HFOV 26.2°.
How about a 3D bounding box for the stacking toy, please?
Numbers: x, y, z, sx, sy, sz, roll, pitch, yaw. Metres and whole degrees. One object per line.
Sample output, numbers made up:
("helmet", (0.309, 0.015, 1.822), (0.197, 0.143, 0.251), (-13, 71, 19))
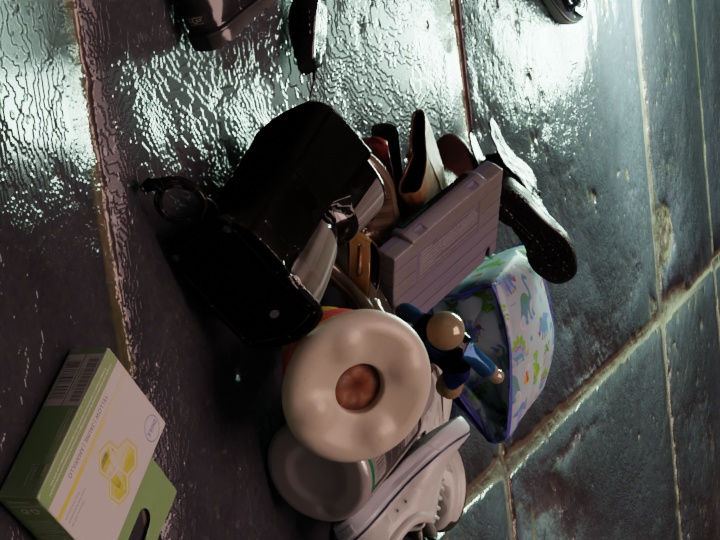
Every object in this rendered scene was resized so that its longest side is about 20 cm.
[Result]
("stacking toy", (-0.032, 0.084, 1.484), (0.145, 0.200, 0.148), (-6, 108, -20))

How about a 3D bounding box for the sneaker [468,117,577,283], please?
("sneaker", (0.199, -0.082, 1.878), (0.200, 0.060, 0.105), (47, 26, -27))

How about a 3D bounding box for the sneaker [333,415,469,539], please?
("sneaker", (0.054, 0.229, 1.595), (0.200, 0.073, 0.071), (-41, 94, -33))

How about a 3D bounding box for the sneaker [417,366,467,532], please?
("sneaker", (0.057, 0.199, 1.757), (0.115, 0.075, 0.203), (5, 77, -54))

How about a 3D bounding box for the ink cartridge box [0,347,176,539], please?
("ink cartridge box", (-0.200, 0.181, 1.259), (0.201, 0.048, 0.146), (59, 38, -40))

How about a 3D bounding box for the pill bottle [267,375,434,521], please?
("pill bottle", (-0.003, 0.158, 1.575), (0.200, 0.112, 0.114), (-43, 126, -56))

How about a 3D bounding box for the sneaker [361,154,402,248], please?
("sneaker", (0.003, -0.051, 1.645), (0.201, 0.070, 0.076), (60, 38, -43))

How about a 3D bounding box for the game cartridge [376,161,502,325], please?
("game cartridge", (0.085, -0.024, 1.703), (0.200, 0.038, 0.130), (-39, 141, -36))

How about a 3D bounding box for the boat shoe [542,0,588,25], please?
("boat shoe", (0.319, -0.414, 2.264), (0.200, 0.092, 0.075), (19, 72, -61))

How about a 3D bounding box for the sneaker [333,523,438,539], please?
("sneaker", (0.028, 0.317, 1.625), (0.075, 0.115, 0.202), (19, 72, -63))

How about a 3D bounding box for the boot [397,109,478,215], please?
("boot", (0.080, -0.120, 1.776), (0.200, 0.068, 0.190), (60, 39, -56))

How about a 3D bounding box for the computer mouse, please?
("computer mouse", (-0.059, -0.192, 1.582), (0.059, 0.034, 0.202), (2, 92, -80))

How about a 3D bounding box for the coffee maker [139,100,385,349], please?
("coffee maker", (-0.078, -0.064, 1.418), (0.201, 0.134, 0.193), (-62, 140, -45))

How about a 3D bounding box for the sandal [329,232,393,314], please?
("sandal", (0.000, 0.000, 1.586), (0.201, 0.054, 0.082), (56, 20, 3))

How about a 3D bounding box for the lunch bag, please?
("lunch bag", (0.168, 0.089, 1.904), (0.170, 0.127, 0.202), (-39, 113, -58))

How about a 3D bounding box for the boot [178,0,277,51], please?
("boot", (-0.138, -0.325, 1.399), (0.201, 0.065, 0.165), (67, 32, -28))

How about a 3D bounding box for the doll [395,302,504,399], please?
("doll", (0.091, 0.083, 1.637), (0.049, 0.136, 0.200), (-54, 168, -14))

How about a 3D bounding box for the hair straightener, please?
("hair straightener", (0.046, -0.078, 1.764), (0.077, 0.041, 0.201), (-54, 135, -50))
